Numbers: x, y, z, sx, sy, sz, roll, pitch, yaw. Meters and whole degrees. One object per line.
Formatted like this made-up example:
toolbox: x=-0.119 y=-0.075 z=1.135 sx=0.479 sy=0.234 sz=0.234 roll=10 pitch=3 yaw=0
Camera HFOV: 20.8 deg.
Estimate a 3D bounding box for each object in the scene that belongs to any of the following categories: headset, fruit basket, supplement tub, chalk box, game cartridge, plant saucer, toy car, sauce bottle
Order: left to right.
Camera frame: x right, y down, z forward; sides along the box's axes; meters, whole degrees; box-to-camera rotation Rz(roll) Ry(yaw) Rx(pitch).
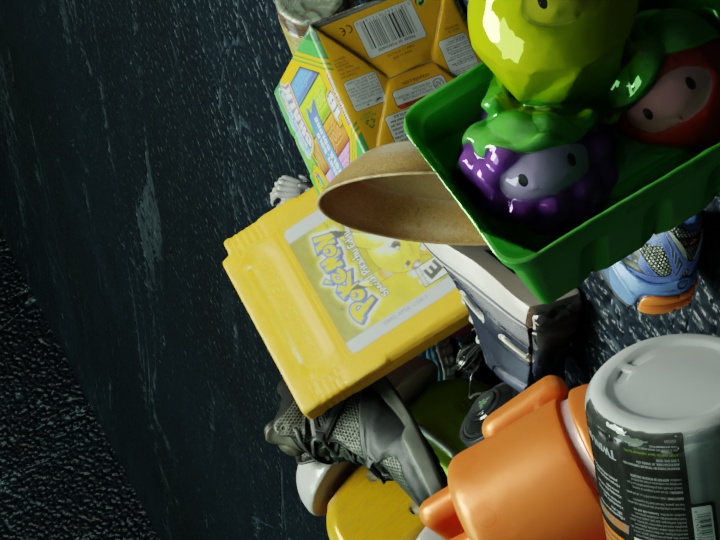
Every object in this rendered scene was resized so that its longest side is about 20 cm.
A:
sauce bottle: x=-0.022 y=-0.179 z=1.662 sx=0.065 sy=0.064 sz=0.200 roll=58 pitch=177 yaw=28
game cartridge: x=0.000 y=0.000 z=1.636 sx=0.177 sy=0.199 sz=0.032 roll=59 pitch=-179 yaw=25
chalk box: x=0.017 y=-0.125 z=1.555 sx=0.125 sy=0.124 sz=0.200 roll=66 pitch=164 yaw=8
toy car: x=0.057 y=0.189 z=1.729 sx=0.175 sy=0.200 sz=0.150 roll=36 pitch=167 yaw=25
plant saucer: x=0.068 y=-0.058 z=1.411 sx=0.200 sy=0.198 sz=0.036 roll=140 pitch=135 yaw=-72
headset: x=0.136 y=0.122 z=1.564 sx=0.123 sy=0.094 sz=0.200 roll=42 pitch=-173 yaw=-47
fruit basket: x=0.127 y=-0.108 z=1.106 sx=0.156 sy=0.214 sz=0.216 roll=56 pitch=159 yaw=34
supplement tub: x=0.218 y=0.153 z=1.285 sx=0.122 sy=0.122 sz=0.201 roll=41 pitch=149 yaw=55

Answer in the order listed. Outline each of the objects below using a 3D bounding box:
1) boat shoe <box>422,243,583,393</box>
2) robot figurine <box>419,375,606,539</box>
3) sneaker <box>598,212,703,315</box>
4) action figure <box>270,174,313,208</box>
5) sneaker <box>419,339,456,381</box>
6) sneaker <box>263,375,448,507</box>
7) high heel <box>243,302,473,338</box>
boat shoe: x=0.098 y=0.018 z=1.549 sx=0.200 sy=0.074 sz=0.093 roll=48 pitch=143 yaw=46
robot figurine: x=0.143 y=0.158 z=1.415 sx=0.117 sy=0.199 sz=0.144 roll=55 pitch=-166 yaw=-14
sneaker: x=0.165 y=-0.068 z=1.289 sx=0.200 sy=0.075 sz=0.079 roll=53 pitch=145 yaw=26
action figure: x=-0.040 y=-0.026 z=1.869 sx=0.200 sy=0.101 sz=0.120 roll=137 pitch=138 yaw=-75
sneaker: x=0.028 y=0.035 z=1.767 sx=0.078 sy=0.089 sz=0.201 roll=39 pitch=146 yaw=57
sneaker: x=-0.004 y=0.147 z=1.638 sx=0.200 sy=0.114 sz=0.076 roll=51 pitch=176 yaw=30
high heel: x=0.000 y=0.031 z=1.692 sx=0.199 sy=0.096 sz=0.068 roll=17 pitch=112 yaw=14
